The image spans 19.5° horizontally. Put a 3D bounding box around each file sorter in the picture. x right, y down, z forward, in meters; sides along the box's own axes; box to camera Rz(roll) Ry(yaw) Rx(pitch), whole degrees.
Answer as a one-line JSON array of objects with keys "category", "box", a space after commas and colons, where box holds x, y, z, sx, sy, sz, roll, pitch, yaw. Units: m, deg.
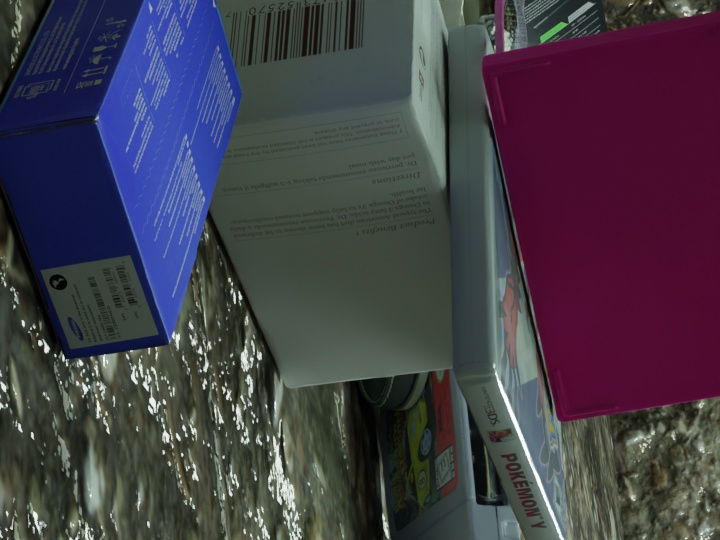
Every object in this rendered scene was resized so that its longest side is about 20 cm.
[{"category": "file sorter", "box": [0.149, -0.050, 1.060, 0.126, 0.139, 0.200, -82, 160, -61]}]

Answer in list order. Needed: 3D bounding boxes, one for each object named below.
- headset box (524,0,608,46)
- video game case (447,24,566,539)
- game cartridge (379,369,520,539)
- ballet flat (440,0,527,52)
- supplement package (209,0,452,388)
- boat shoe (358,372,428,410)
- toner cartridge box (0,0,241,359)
[{"category": "headset box", "box": [0.076, -0.189, 1.437, 0.174, 0.093, 0.200, 34, -27, 43]}, {"category": "video game case", "box": [0.074, 0.011, 1.041, 0.182, 0.023, 0.200, 65, 22, -53]}, {"category": "game cartridge", "box": [0.051, 0.102, 1.276, 0.133, 0.041, 0.201, 125, -36, -61]}, {"category": "ballet flat", "box": [0.065, -0.188, 1.256, 0.072, 0.072, 0.201, 67, 18, -53]}, {"category": "supplement package", "box": [-0.005, -0.049, 1.047, 0.200, 0.117, 0.118, 70, 16, -47]}, {"category": "boat shoe", "box": [0.000, 0.000, 1.239, 0.073, 0.062, 0.200, 40, -40, 48]}, {"category": "toner cartridge box", "box": [-0.089, -0.061, 0.809, 0.200, 0.043, 0.095, -81, 160, -58]}]
